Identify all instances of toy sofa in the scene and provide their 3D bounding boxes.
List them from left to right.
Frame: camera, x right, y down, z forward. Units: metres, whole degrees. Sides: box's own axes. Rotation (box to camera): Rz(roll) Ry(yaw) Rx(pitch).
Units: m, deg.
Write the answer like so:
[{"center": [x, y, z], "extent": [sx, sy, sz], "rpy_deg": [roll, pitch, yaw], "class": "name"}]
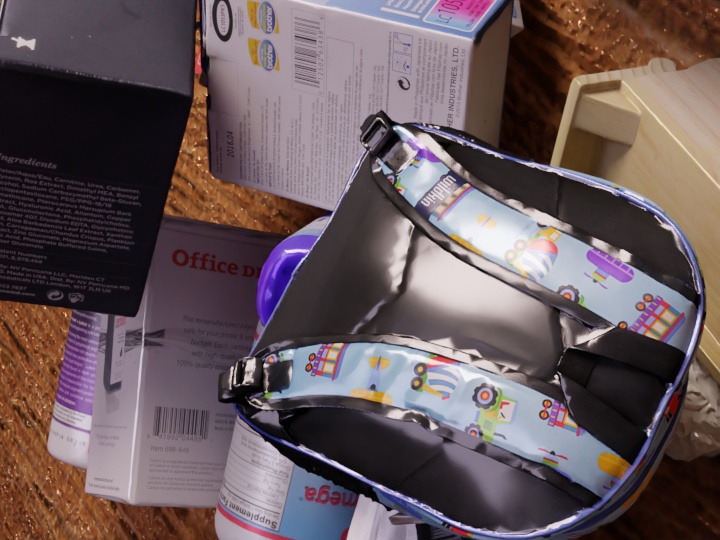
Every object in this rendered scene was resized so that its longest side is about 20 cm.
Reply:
[{"center": [0.183, -0.018, 0.656], "extent": [0.083, 0.097, 0.200], "rpy_deg": [98, 152, -42], "class": "toy sofa"}]

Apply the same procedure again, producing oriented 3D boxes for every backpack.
[{"center": [0.065, 0.039, 0.610], "extent": [0.199, 0.135, 0.183], "rpy_deg": [21, 76, 36], "class": "backpack"}]

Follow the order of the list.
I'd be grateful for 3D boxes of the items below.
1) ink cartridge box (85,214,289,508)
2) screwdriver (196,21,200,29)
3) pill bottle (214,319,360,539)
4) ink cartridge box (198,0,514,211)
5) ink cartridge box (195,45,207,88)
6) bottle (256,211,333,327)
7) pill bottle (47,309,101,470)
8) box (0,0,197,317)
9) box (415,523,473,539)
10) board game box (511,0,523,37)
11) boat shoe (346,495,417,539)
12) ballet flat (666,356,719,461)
[{"center": [-0.115, 0.070, 0.967], "extent": [0.085, 0.145, 0.202], "rpy_deg": [-4, 79, 54], "class": "ink cartridge box"}, {"center": [-0.102, -0.165, 0.893], "extent": [0.199, 0.028, 0.029], "rpy_deg": [-4, 51, 49], "class": "screwdriver"}, {"center": [-0.036, 0.135, 0.878], "extent": [0.108, 0.108, 0.202], "rpy_deg": [19, 98, 53], "class": "pill bottle"}, {"center": [-0.018, -0.112, 0.781], "extent": [0.199, 0.076, 0.137], "rpy_deg": [15, 127, 17], "class": "ink cartridge box"}, {"center": [-0.068, -0.221, 0.920], "extent": [0.176, 0.044, 0.201], "rpy_deg": [28, 104, 51], "class": "ink cartridge box"}, {"center": [0.000, 0.000, 0.805], "extent": [0.083, 0.200, 0.066], "rpy_deg": [20, 105, 9], "class": "bottle"}, {"center": [-0.189, 0.063, 1.097], "extent": [0.111, 0.111, 0.202], "rpy_deg": [15, 95, 53], "class": "pill bottle"}, {"center": [-0.177, -0.111, 0.840], "extent": [0.201, 0.117, 0.198], "rpy_deg": [113, 160, -45], "class": "box"}, {"center": [0.074, 0.226, 0.620], "extent": [0.200, 0.049, 0.200], "rpy_deg": [-75, -31, -87], "class": "box"}, {"center": [0.017, -0.172, 0.862], "extent": [0.200, 0.034, 0.135], "rpy_deg": [-30, 59, 46], "class": "board game box"}, {"center": [0.046, 0.112, 0.814], "extent": [0.068, 0.072, 0.201], "rpy_deg": [14, 82, 25], "class": "boat shoe"}, {"center": [0.130, 0.025, 0.717], "extent": [0.072, 0.071, 0.200], "rpy_deg": [-57, 43, 28], "class": "ballet flat"}]
